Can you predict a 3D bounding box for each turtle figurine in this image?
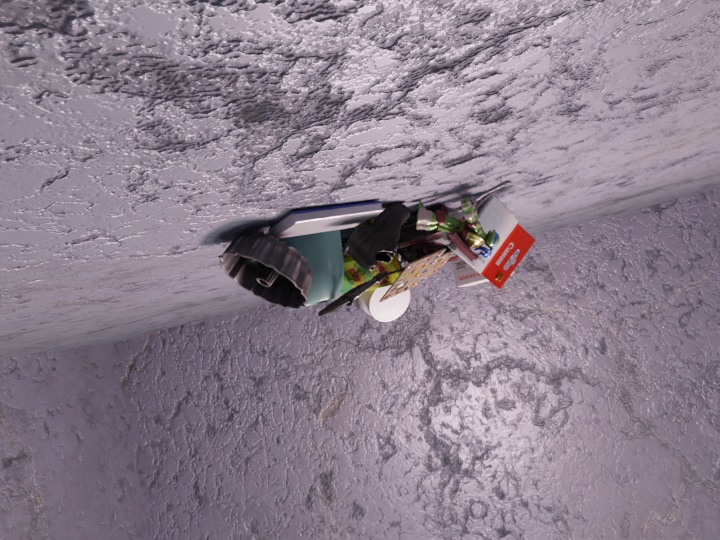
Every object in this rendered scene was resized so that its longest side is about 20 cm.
[{"bbox_3d":[0.225,-0.137,1.287,0.188,0.205,0.145,9,-153,6],"label":"turtle figurine"}]

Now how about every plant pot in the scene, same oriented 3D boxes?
[{"bbox_3d":[-0.125,-0.002,1.317,0.195,0.166,0.201,-14,176,-1],"label":"plant pot"}]

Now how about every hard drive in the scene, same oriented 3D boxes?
[{"bbox_3d":[-0.070,-0.101,1.141,0.196,0.026,0.131,-11,175,-32],"label":"hard drive"}]

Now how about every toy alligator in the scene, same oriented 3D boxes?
[{"bbox_3d":[0.009,-0.096,1.307,0.053,0.060,0.200,29,180,14],"label":"toy alligator"}]

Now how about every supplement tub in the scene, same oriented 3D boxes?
[{"bbox_3d":[0.042,0.034,1.571,0.141,0.148,0.200,-12,-150,-17],"label":"supplement tub"}]

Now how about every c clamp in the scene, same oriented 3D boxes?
[{"bbox_3d":[-0.007,0.048,1.339,0.169,0.028,0.199,-23,-172,47],"label":"c clamp"}]

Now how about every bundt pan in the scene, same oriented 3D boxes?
[{"bbox_3d":[-0.181,-0.008,1.151,0.197,0.077,0.203,21,156,10],"label":"bundt pan"}]

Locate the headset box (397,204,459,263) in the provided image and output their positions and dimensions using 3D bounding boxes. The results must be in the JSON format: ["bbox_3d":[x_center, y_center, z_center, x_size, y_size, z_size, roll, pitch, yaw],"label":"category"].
[{"bbox_3d":[0.168,-0.084,1.457,0.145,0.077,0.199,-16,154,22],"label":"headset box"}]

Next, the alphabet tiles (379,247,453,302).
[{"bbox_3d":[0.150,0.003,1.417,0.197,0.008,0.168,-22,158,-38],"label":"alphabet tiles"}]

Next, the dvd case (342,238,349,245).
[{"bbox_3d":[-0.088,-0.058,1.622,0.195,0.025,0.150,-11,175,-23],"label":"dvd case"}]

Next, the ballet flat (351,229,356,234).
[{"bbox_3d":[0.046,-0.079,1.492,0.069,0.071,0.199,-8,175,25],"label":"ballet flat"}]

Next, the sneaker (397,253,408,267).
[{"bbox_3d":[0.165,-0.062,1.645,0.194,0.133,0.079,-11,176,-27],"label":"sneaker"}]

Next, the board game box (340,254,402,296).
[{"bbox_3d":[0.000,0.000,1.435,0.195,0.103,0.048,-15,-147,21],"label":"board game box"}]

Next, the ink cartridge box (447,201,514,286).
[{"bbox_3d":[0.315,-0.070,1.545,0.143,0.206,0.083,-17,174,40],"label":"ink cartridge box"}]

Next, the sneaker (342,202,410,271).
[{"bbox_3d":[0.049,-0.066,1.199,0.199,0.091,0.076,-40,169,-34],"label":"sneaker"}]

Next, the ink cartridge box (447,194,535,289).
[{"bbox_3d":[0.334,-0.064,1.411,0.162,0.198,0.047,-53,-158,3],"label":"ink cartridge box"}]
